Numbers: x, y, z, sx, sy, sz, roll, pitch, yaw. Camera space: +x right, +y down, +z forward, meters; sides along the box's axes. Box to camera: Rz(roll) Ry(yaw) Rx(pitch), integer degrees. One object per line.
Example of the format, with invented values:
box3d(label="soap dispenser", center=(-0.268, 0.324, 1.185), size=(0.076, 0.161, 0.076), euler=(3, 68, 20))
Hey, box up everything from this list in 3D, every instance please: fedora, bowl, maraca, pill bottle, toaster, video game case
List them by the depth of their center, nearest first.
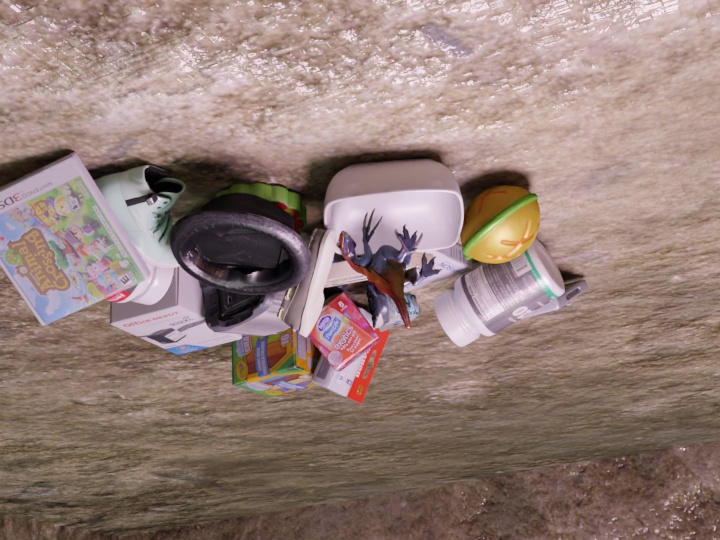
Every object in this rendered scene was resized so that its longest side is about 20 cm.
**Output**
box3d(label="video game case", center=(-0.415, -0.039, 1.439), size=(0.181, 0.022, 0.201), euler=(-23, 114, 13))
box3d(label="fedora", center=(-0.163, -0.050, 1.474), size=(0.199, 0.092, 0.201), euler=(4, 143, 3))
box3d(label="bowl", center=(0.046, -0.096, 1.508), size=(0.198, 0.075, 0.200), euler=(-5, 158, 1))
box3d(label="maraca", center=(0.206, -0.064, 1.570), size=(0.137, 0.107, 0.200), euler=(-33, 172, -4))
box3d(label="pill bottle", center=(-0.386, -0.016, 1.572), size=(0.113, 0.115, 0.199), euler=(-22, 151, 36))
box3d(label="pill bottle", center=(0.228, 0.038, 1.744), size=(0.199, 0.114, 0.113), euler=(-32, 148, 20))
box3d(label="toaster", center=(-0.160, 0.039, 1.747), size=(0.199, 0.114, 0.129), euler=(-25, 155, 37))
box3d(label="video game case", center=(0.289, 0.066, 1.879), size=(0.199, 0.022, 0.182), euler=(-17, -179, 29))

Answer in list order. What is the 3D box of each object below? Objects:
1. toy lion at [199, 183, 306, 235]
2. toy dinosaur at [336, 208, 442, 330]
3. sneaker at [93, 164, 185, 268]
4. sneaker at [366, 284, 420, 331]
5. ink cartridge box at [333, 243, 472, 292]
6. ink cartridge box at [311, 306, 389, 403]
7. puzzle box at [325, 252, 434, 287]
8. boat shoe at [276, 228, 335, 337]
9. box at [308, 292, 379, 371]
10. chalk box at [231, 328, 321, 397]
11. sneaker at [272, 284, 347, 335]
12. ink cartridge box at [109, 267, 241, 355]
box3d(label="toy lion", center=(-0.175, -0.064, 1.577), size=(0.198, 0.069, 0.192), euler=(-7, 150, 8))
box3d(label="toy dinosaur", center=(0.018, -0.010, 1.434), size=(0.105, 0.201, 0.181), euler=(41, 146, -21))
box3d(label="sneaker", center=(-0.279, -0.073, 1.484), size=(0.118, 0.074, 0.200), euler=(-16, 143, 25))
box3d(label="sneaker", center=(0.061, 0.061, 1.876), size=(0.086, 0.078, 0.200), euler=(-11, 173, 6))
box3d(label="ink cartridge box", center=(0.051, -0.015, 1.744), size=(0.199, 0.041, 0.199), euler=(-20, 153, 34))
box3d(label="ink cartridge box", center=(-0.001, 0.167, 2.013), size=(0.047, 0.161, 0.200), euler=(17, 170, 34))
box3d(label="puzzle box", center=(0.000, 0.000, 1.625), size=(0.199, 0.026, 0.133), euler=(-10, 174, 28))
box3d(label="boat shoe", center=(-0.082, 0.014, 1.542), size=(0.060, 0.072, 0.202), euler=(25, 134, 10))
box3d(label="box", center=(-0.031, 0.109, 1.821), size=(0.095, 0.100, 0.200), euler=(-38, 175, -2))
box3d(label="chalk box", center=(-0.170, 0.165, 2.024), size=(0.199, 0.126, 0.124), euler=(-19, 153, 29))
box3d(label="sneaker", center=(-0.098, 0.060, 1.842), size=(0.199, 0.082, 0.074), euler=(-23, 151, 38))
box3d(label="ink cartridge box", center=(-0.318, 0.070, 1.825), size=(0.144, 0.084, 0.200), euler=(-14, 155, 23))
